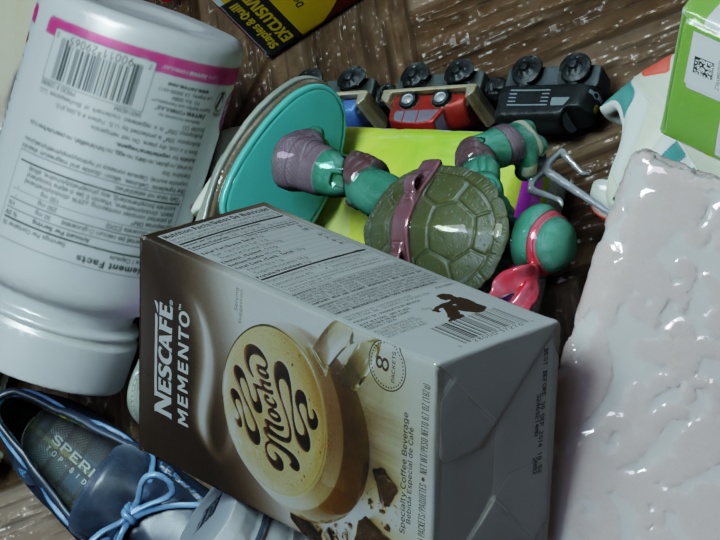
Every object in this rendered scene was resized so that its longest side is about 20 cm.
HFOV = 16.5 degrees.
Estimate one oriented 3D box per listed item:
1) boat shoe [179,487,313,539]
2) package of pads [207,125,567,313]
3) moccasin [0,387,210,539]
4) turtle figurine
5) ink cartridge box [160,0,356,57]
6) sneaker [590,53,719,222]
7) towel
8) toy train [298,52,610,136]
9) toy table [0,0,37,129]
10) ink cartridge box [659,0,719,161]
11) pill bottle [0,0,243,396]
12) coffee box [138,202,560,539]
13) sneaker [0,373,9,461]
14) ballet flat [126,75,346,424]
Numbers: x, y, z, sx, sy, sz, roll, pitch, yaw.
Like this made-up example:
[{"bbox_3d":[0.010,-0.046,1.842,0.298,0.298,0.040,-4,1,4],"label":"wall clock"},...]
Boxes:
[{"bbox_3d":[-0.046,0.131,1.204,0.074,0.065,0.200,-46,6,22],"label":"boat shoe"},{"bbox_3d":[0.000,0.000,1.293,0.199,0.068,0.155,2,68,31],"label":"package of pads"},{"bbox_3d":[-0.130,0.127,1.304,0.200,0.068,0.081,27,81,35],"label":"moccasin"},{"bbox_3d":[0.044,-0.014,1.181,0.199,0.101,0.150,8,70,34],"label":"turtle figurine"},{"bbox_3d":[-0.074,-0.213,1.361,0.175,0.200,0.084,-32,55,12],"label":"ink cartridge box"},{"bbox_3d":[0.164,-0.021,1.214,0.093,0.070,0.200,-24,53,26],"label":"sneaker"},{"bbox_3d":[0.177,0.069,1.095,0.190,0.032,0.201,19,99,9],"label":"towel"},{"bbox_3d":[0.039,-0.087,1.334,0.199,0.034,0.046,-1,60,30],"label":"toy train"},{"bbox_3d":[-0.227,-0.128,1.425,0.199,0.184,0.118,16,116,29],"label":"toy table"},{"bbox_3d":[0.254,-0.084,1.079,0.200,0.076,0.148,29,51,21],"label":"ink cartridge box"},{"bbox_3d":[-0.143,-0.043,1.320,0.113,0.113,0.201,26,103,37],"label":"pill bottle"},{"bbox_3d":[-0.010,0.054,1.120,0.200,0.080,0.114,22,119,43],"label":"coffee box"},{"bbox_3d":[-0.216,0.031,1.413,0.088,0.077,0.201,5,74,19],"label":"sneaker"},{"bbox_3d":[-0.069,-0.009,1.258,0.064,0.067,0.201,1,66,50],"label":"ballet flat"}]
